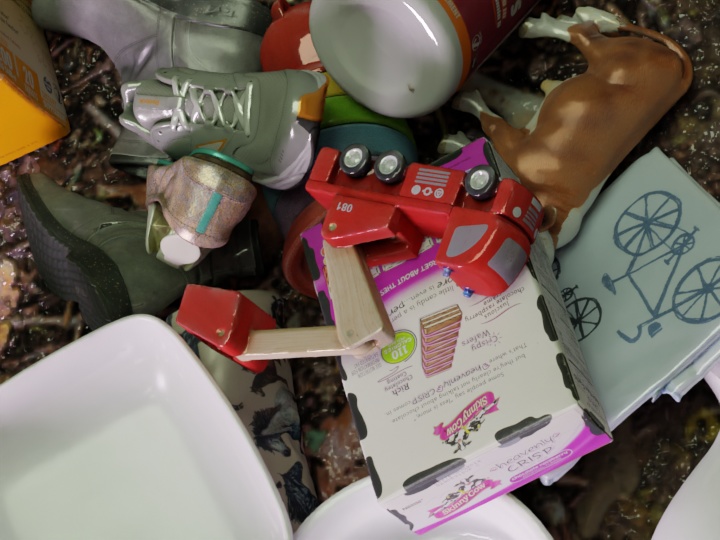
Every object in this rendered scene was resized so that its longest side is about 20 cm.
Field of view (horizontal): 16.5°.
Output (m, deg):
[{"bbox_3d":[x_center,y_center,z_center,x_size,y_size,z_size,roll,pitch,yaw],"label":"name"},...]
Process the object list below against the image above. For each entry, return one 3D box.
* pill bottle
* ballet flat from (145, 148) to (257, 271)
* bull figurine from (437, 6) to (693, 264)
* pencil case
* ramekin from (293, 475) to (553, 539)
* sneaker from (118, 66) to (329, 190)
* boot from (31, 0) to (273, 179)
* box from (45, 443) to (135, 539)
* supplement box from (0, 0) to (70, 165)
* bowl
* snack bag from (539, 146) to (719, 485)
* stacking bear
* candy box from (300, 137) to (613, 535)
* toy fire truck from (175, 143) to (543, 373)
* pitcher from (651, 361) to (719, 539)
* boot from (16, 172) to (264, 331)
[{"bbox_3d":[0.061,-0.194,1.598,0.109,0.110,0.200,20,46,24],"label":"pill bottle"},{"bbox_3d":[-0.108,-0.036,1.549,0.068,0.200,0.068,22,85,-5],"label":"ballet flat"},{"bbox_3d":[0.124,-0.086,1.597,0.121,0.065,0.200,39,74,21],"label":"bull figurine"},{"bbox_3d":[-0.070,0.106,1.601,0.078,0.089,0.201,-37,57,44],"label":"pencil case"},{"bbox_3d":[0.046,0.228,1.506,0.199,0.098,0.202,-7,69,18],"label":"ramekin"},{"bbox_3d":[-0.093,-0.096,1.571,0.200,0.091,0.076,-5,73,62],"label":"sneaker"},{"bbox_3d":[-0.157,-0.131,1.723,0.199,0.070,0.133,10,80,27],"label":"boot"},{"bbox_3d":[-0.232,0.208,1.608,0.181,0.104,0.201,8,74,20],"label":"box"},{"bbox_3d":[-0.282,-0.190,1.752,0.073,0.126,0.201,-23,66,11],"label":"supplement box"},{"bbox_3d":[-0.151,0.152,1.506,0.199,0.075,0.201,-31,71,-2],"label":"bowl"},{"bbox_3d":[0.155,0.029,1.536,0.200,0.021,0.189,-42,34,3],"label":"snack bag"},{"bbox_3d":[-0.016,-0.092,1.637,0.113,0.121,0.201,-30,54,25],"label":"stacking bear"},{"bbox_3d":[0.055,0.038,1.487,0.136,0.061,0.201,-27,55,15],"label":"candy box"},{"bbox_3d":[0.000,0.000,1.469,0.199,0.049,0.142,12,73,33],"label":"toy fire truck"},{"bbox_3d":[0.258,0.162,1.454,0.170,0.121,0.201,15,65,8],"label":"pitcher"},{"bbox_3d":[-0.148,-0.024,1.682,0.130,0.068,0.200,-21,33,-19],"label":"boot"}]
